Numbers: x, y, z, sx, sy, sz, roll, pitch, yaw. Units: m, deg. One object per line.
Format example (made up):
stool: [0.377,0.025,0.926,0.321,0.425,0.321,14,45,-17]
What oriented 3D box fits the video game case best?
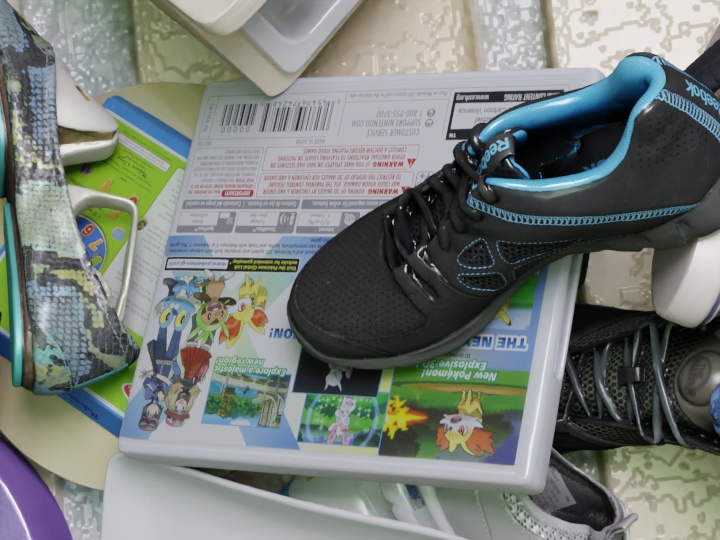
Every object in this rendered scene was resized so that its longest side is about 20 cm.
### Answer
video game case: [0.000,0.000,0.782,0.199,0.022,0.183,1,69,28]

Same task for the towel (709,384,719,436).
towel: [0.227,0.095,0.747,0.112,0.048,0.200,-48,113,-24]

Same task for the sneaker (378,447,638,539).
sneaker: [0.092,0.136,0.777,0.082,0.075,0.200,-31,105,29]

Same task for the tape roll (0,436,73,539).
tape roll: [-0.236,0.161,0.853,0.199,0.066,0.201,-1,84,7]

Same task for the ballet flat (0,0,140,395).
ballet flat: [-0.140,-0.039,0.839,0.074,0.074,0.201,-13,74,6]

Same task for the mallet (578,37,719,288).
mallet: [0.115,-0.046,0.766,0.041,0.200,0.066,16,67,-17]

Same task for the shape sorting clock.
shape sorting clock: [-0.099,0.007,0.864,0.199,0.039,0.201,-3,73,11]

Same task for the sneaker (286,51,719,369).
sneaker: [0.048,-0.027,0.702,0.199,0.082,0.073,-27,56,20]

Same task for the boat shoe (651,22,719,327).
boat shoe: [0.186,-0.042,0.771,0.092,0.075,0.200,22,48,0]

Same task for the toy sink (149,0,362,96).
toy sink: [-0.050,-0.169,0.808,0.131,0.112,0.200,-50,51,0]

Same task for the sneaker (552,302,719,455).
sneaker: [0.117,0.045,0.796,0.198,0.114,0.077,0,82,10]

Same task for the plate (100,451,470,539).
plate: [-0.035,0.192,0.792,0.199,0.032,0.201,10,99,31]

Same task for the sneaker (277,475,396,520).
sneaker: [0.028,0.174,0.819,0.081,0.076,0.201,-31,79,19]
